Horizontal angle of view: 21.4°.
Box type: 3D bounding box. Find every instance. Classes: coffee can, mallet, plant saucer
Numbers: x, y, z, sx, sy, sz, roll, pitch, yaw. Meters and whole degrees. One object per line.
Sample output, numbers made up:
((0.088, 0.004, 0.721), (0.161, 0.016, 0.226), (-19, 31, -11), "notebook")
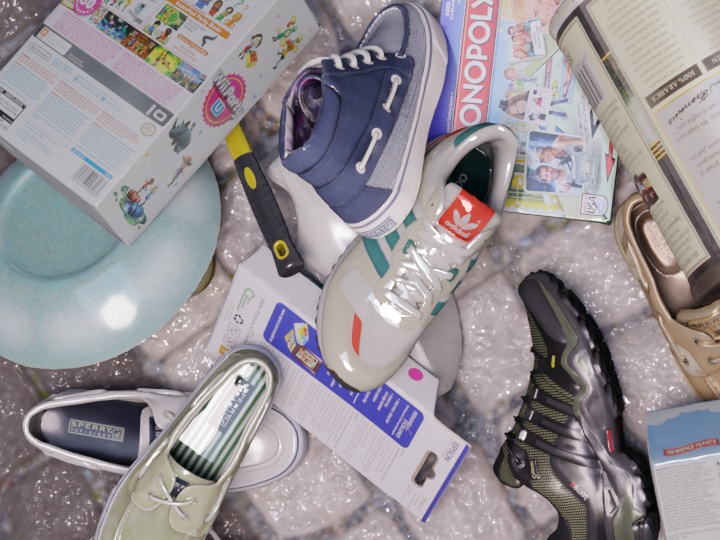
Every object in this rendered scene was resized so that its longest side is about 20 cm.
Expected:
((0.227, -0.102, 1.194), (0.145, 0.146, 0.201), (-29, 79, 7), "coffee can")
((-0.091, -0.079, 1.307), (0.065, 0.041, 0.202), (-22, 65, 12), "mallet")
((-0.194, -0.030, 1.305), (0.199, 0.039, 0.203), (-9, 57, 15), "plant saucer")

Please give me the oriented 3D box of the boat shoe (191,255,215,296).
((-0.204, 0.005, 1.340), (0.198, 0.063, 0.074), (-6, 87, 9), "boat shoe")

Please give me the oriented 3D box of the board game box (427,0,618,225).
((0.118, -0.139, 1.309), (0.133, 0.029, 0.203), (6, 90, 8), "board game box")

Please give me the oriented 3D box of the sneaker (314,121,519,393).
((0.040, -0.016, 1.222), (0.070, 0.093, 0.201), (36, 68, -11), "sneaker")

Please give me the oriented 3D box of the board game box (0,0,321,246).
((-0.146, -0.137, 1.285), (0.147, 0.064, 0.200), (35, 81, 32), "board game box")

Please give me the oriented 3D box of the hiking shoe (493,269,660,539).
((0.128, 0.102, 1.277), (0.100, 0.076, 0.202), (-20, 79, 13), "hiking shoe")

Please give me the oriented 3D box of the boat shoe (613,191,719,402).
((0.232, 0.035, 1.267), (0.071, 0.065, 0.201), (-37, 84, 7), "boat shoe")

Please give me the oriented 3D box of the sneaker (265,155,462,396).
((0.000, 0.000, 1.313), (0.088, 0.075, 0.202), (-25, 87, 28), "sneaker")

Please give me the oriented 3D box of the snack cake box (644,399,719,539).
((0.291, 0.138, 1.232), (0.198, 0.067, 0.116), (-11, 115, 9), "snack cake box")

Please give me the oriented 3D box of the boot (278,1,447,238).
((0.001, -0.123, 1.248), (0.072, 0.201, 0.090), (-27, 129, 32), "boot")

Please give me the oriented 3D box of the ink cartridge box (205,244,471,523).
((-0.012, 0.077, 1.291), (0.199, 0.037, 0.095), (39, 137, 12), "ink cartridge box")

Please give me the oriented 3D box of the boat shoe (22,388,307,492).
((-0.138, 0.119, 1.325), (0.198, 0.065, 0.075), (0, 88, 9), "boat shoe")

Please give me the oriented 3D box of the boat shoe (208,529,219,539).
((-0.095, 0.219, 1.310), (0.200, 0.075, 0.087), (-18, 103, 15), "boat shoe")

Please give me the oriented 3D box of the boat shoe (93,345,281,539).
((-0.120, 0.136, 1.261), (0.072, 0.062, 0.201), (29, 86, 1), "boat shoe")
